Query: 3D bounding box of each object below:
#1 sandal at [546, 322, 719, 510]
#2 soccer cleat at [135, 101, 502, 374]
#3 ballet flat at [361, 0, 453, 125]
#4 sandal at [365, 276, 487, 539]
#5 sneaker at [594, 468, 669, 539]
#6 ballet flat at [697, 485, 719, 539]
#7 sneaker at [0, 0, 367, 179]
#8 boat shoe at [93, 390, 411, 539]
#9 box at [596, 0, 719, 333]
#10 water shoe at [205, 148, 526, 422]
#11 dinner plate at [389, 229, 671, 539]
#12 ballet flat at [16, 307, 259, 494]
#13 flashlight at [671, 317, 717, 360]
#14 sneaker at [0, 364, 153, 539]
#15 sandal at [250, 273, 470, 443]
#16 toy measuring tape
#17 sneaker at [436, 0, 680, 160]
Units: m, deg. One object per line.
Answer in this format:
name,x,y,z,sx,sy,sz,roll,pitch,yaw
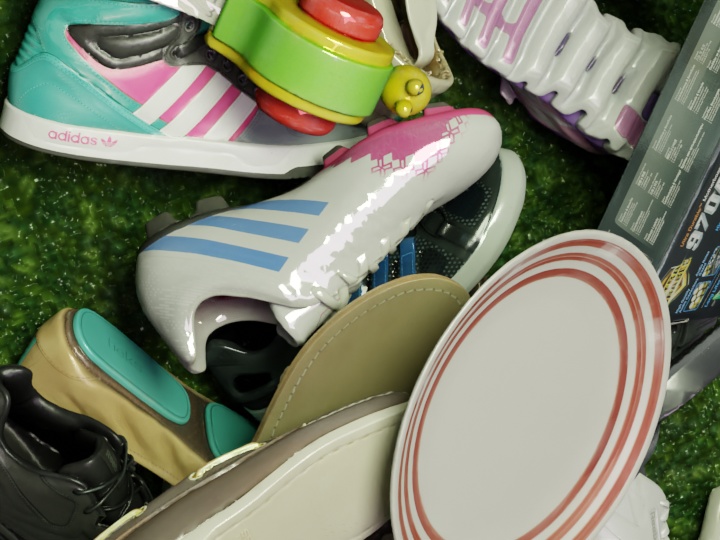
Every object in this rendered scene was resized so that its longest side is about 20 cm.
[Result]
sandal,0.135,0.104,1.187,0.200,0.076,0.043,-39,87,-5
soccer cleat,-0.014,-0.011,1.098,0.200,0.086,0.070,-23,156,4
ballet flat,0.000,-0.174,1.114,0.069,0.069,0.200,-18,92,-18
sandal,0.035,0.075,1.219,0.082,0.055,0.200,3,87,15
sneaker,0.150,0.164,1.279,0.080,0.076,0.200,-31,112,-20
ballet flat,0.248,0.140,1.321,0.200,0.074,0.074,-39,114,-17
sneaker,-0.077,-0.117,1.117,0.200,0.084,0.121,3,110,-22
boat shoe,-0.049,0.112,1.050,0.200,0.060,0.072,-34,132,-19
box,0.208,-0.067,1.159,0.159,0.046,0.200,-8,128,-48
water shoe,0.000,0.000,1.157,0.200,0.072,0.079,-45,115,9
dinner plate,0.081,0.072,1.087,0.200,0.024,0.200,-23,125,-36
ballet flat,-0.100,0.092,1.172,0.200,0.069,0.063,40,113,-23
flashlight,0.123,0.040,1.199,0.200,0.068,0.068,-22,112,-44
sneaker,-0.138,0.126,1.115,0.200,0.091,0.076,41,40,-16
sandal,-0.024,0.074,1.120,0.078,0.070,0.212,25,107,-24
toy measuring tape,-0.053,-0.112,1.036,0.200,0.074,0.074,20,94,-21
sneaker,0.096,-0.122,1.184,0.200,0.088,0.081,38,78,-16
